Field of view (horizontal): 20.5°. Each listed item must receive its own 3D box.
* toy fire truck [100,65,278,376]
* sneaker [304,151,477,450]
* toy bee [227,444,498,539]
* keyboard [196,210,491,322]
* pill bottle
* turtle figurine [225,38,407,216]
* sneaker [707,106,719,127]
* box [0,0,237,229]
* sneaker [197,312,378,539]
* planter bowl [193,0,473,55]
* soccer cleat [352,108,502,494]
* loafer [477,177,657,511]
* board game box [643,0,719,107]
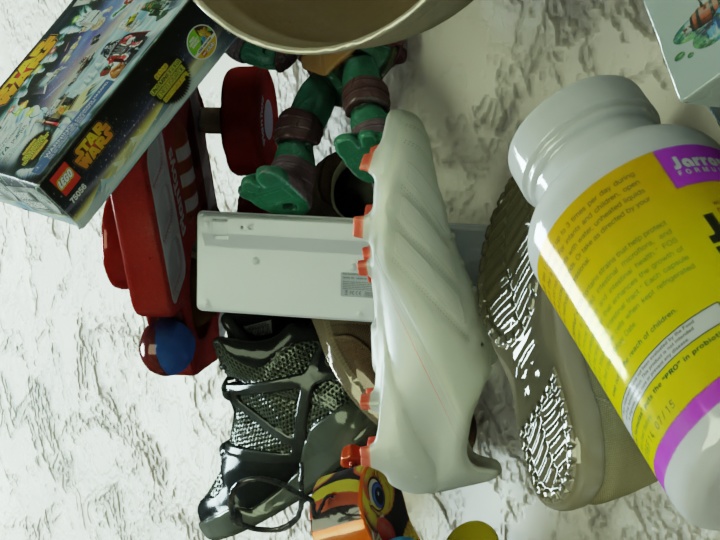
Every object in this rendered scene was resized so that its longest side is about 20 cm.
[{"bbox_3d":[-0.113,-0.026,1.194,0.168,0.111,0.202,-76,-17,-56],"label":"toy fire truck"},{"bbox_3d":[0.015,0.014,1.118,0.076,0.070,0.201,-51,56,29],"label":"sneaker"},{"bbox_3d":[0.013,0.149,1.091,0.109,0.130,0.201,-74,-21,-49],"label":"toy bee"},{"bbox_3d":[0.000,0.000,1.087,0.198,0.011,0.057,3,103,21],"label":"keyboard"},{"bbox_3d":[0.140,0.007,0.878,0.201,0.103,0.105,61,140,34],"label":"pill bottle"},{"bbox_3d":[-0.019,-0.135,1.127,0.149,0.100,0.202,-35,46,43],"label":"turtle figurine"},{"bbox_3d":[0.151,-0.137,0.852,0.073,0.082,0.201,-31,65,7],"label":"sneaker"},{"bbox_3d":[-0.132,-0.119,1.097,0.201,0.040,0.137,-53,31,-15],"label":"box"},{"bbox_3d":[-0.055,0.086,1.209,0.115,0.076,0.199,56,138,11],"label":"sneaker"},{"bbox_3d":[0.011,-0.204,0.983,0.199,0.134,0.202,1,92,32],"label":"planter bowl"},{"bbox_3d":[0.038,0.016,1.036,0.069,0.077,0.202,-52,-39,-78],"label":"soccer cleat"},{"bbox_3d":[0.107,0.030,0.975,0.076,0.068,0.201,124,148,-48],"label":"loafer"},{"bbox_3d":[0.162,-0.161,0.778,0.064,0.147,0.202,-38,61,42],"label":"board game box"}]
